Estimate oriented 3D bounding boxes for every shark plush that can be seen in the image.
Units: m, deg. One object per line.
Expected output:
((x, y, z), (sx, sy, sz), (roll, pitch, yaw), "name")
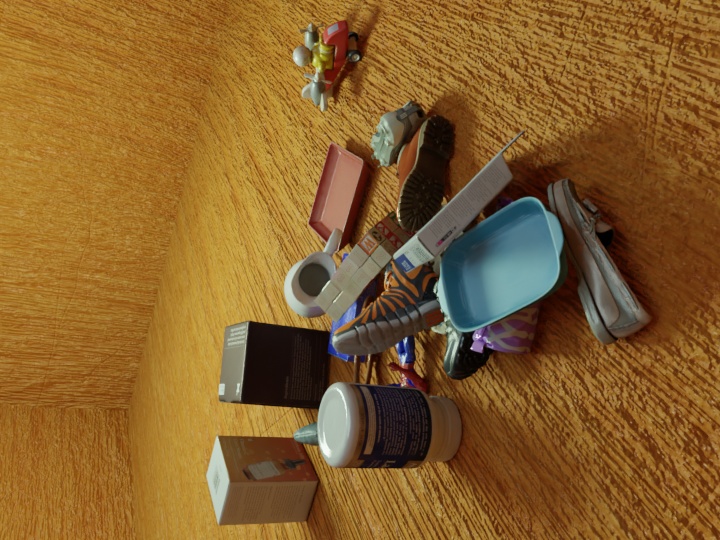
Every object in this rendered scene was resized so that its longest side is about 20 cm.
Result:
((-0.056, 0.323, 1.213), (0.199, 0.081, 0.094), (-4, 78, 62), "shark plush")

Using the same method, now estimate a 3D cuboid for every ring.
((0.014, 0.146, 1.096), (0.200, 0.019, 0.207), (5, -90, -80), "ring")

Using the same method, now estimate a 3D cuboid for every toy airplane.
((-0.098, -0.479, 1.482), (0.199, 0.138, 0.205), (31, 109, 60), "toy airplane")

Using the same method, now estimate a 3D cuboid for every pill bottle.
((0.044, 0.229, 0.929), (0.115, 0.195, 0.119), (-29, 57, 57), "pill bottle")

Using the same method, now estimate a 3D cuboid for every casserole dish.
((0.172, -0.002, 0.761), (0.199, 0.038, 0.124), (-35, 56, 44), "casserole dish")

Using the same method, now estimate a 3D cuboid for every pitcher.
((-0.087, 0.008, 1.315), (0.174, 0.119, 0.200), (-61, 1, -14), "pitcher")

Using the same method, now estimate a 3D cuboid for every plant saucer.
((-0.045, -0.163, 1.395), (0.200, 0.036, 0.205), (44, 120, 59), "plant saucer")

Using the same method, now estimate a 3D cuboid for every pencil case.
((0.198, 0.007, 0.825), (0.083, 0.084, 0.206), (8, 90, 49), "pencil case")

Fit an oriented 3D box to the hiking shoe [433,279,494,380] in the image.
((0.148, 0.054, 0.914), (0.100, 0.075, 0.205), (5, 76, 54), "hiking shoe")

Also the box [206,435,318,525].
((-0.212, 0.444, 1.350), (0.152, 0.195, 0.109), (45, 121, 57), "box")

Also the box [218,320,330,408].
((-0.187, 0.209, 1.376), (0.165, 0.195, 0.169), (-16, 67, 59), "box")

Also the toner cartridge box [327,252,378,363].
((-0.013, 0.072, 1.252), (0.094, 0.042, 0.206), (9, 89, 63), "toner cartridge box")

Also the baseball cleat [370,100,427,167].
((0.074, -0.250, 1.171), (0.071, 0.105, 0.200), (62, 174, 0), "baseball cleat")

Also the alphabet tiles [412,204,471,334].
((0.134, -0.004, 1.025), (0.194, 0.014, 0.206), (11, 92, 60), "alphabet tiles")

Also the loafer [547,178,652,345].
((0.273, -0.020, 0.724), (0.062, 0.071, 0.205), (-27, 62, 35), "loafer")

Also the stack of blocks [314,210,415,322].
((0.000, 0.000, 1.105), (0.201, 0.058, 0.115), (-50, -4, 34), "stack of blocks")

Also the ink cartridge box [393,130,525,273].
((0.139, -0.085, 0.872), (0.199, 0.043, 0.196), (-43, -1, -8), "ink cartridge box")

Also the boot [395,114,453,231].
((0.095, -0.154, 1.079), (0.107, 0.074, 0.205), (-18, 51, 63), "boot")

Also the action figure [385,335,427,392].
((0.055, 0.138, 1.034), (0.065, 0.097, 0.206), (-25, 71, 58), "action figure")

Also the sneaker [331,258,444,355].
((0.039, 0.055, 0.999), (0.078, 0.195, 0.114), (76, 173, -55), "sneaker")
